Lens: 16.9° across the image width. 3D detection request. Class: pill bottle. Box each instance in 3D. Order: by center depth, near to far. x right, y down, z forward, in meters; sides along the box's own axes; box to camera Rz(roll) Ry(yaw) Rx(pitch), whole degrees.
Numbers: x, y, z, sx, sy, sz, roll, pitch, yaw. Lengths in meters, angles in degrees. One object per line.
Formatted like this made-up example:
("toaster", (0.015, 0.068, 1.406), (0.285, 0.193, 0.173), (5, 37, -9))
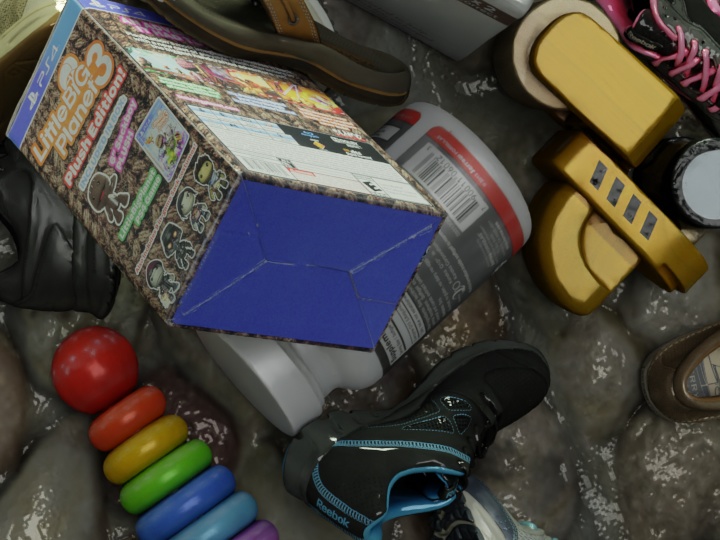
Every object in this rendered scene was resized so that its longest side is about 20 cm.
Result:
("pill bottle", (0.000, 0.000, 1.500), (0.200, 0.116, 0.116), (-42, 95, -12))

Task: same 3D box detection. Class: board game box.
("board game box", (-0.078, -0.055, 1.378), (0.159, 0.200, 0.097), (10, 117, -42))

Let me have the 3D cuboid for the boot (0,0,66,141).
("boot", (-0.251, -0.154, 1.475), (0.199, 0.073, 0.156), (-32, 57, 24))

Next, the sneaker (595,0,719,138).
("sneaker", (0.208, -0.138, 1.539), (0.095, 0.079, 0.200), (-8, 54, -50))

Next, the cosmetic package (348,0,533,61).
("cosmetic package", (0.052, -0.266, 1.508), (0.164, 0.165, 0.201), (28, 80, -8))

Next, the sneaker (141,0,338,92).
("sneaker", (-0.102, -0.173, 1.496), (0.200, 0.070, 0.093), (49, 42, -1))

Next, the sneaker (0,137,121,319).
("sneaker", (-0.192, -0.071, 1.489), (0.090, 0.076, 0.202), (-1, 82, -4))

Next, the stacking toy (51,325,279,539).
("stacking toy", (-0.122, 0.122, 1.484), (0.085, 0.085, 0.201), (-34, 89, -13))

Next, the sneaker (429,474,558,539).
("sneaker", (0.121, 0.203, 1.541), (0.086, 0.077, 0.201), (-40, 101, -24))

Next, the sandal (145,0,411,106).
("sandal", (-0.049, -0.153, 1.431), (0.199, 0.082, 0.055), (21, 111, -23))

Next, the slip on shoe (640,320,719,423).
("slip on shoe", (0.281, 0.048, 1.586), (0.198, 0.061, 0.077), (-15, 89, -13))

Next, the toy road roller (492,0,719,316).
("toy road roller", (0.143, -0.063, 1.537), (0.200, 0.123, 0.146), (44, 88, -6))

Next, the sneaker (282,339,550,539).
("sneaker", (0.049, 0.110, 1.497), (0.199, 0.074, 0.082), (-26, 48, -30))
